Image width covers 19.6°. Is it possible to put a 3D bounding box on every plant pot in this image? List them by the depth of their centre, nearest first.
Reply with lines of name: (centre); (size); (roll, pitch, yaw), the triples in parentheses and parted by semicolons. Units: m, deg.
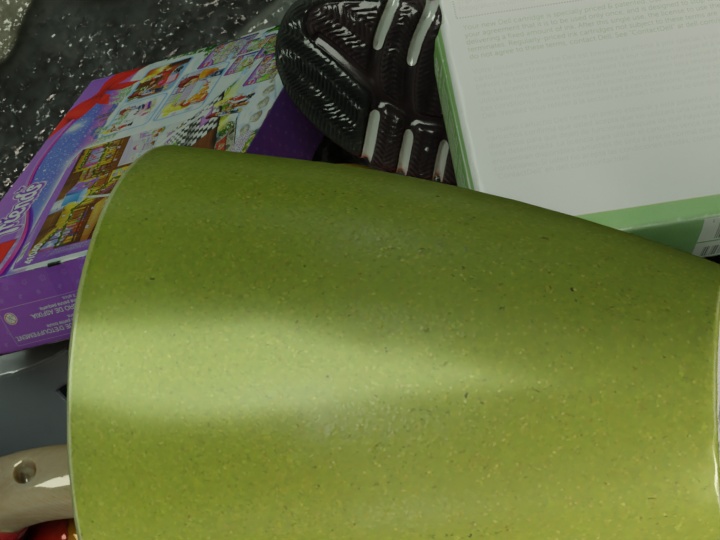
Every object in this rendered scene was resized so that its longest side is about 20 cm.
plant pot: (0.028, 0.048, 0.717); (0.199, 0.187, 0.188); (-1, 69, 16)

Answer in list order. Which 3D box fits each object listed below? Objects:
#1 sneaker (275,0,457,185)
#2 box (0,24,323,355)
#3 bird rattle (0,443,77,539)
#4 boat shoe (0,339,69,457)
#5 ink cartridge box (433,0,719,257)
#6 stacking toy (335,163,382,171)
sneaker: (0.062, -0.076, 0.919); (0.199, 0.116, 0.076); (19, 103, 0)
box: (-0.091, -0.042, 0.932); (0.136, 0.039, 0.200); (-13, 28, 24)
bird rattle: (-0.128, 0.112, 0.886); (0.199, 0.163, 0.113); (-20, 51, 8)
boat shoe: (-0.141, 0.036, 0.959); (0.200, 0.071, 0.070); (-30, 34, 16)
ink cartridge box: (0.100, -0.101, 0.837); (0.145, 0.048, 0.201); (-9, 68, -5)
stacking toy: (0.000, 0.000, 0.929); (0.146, 0.146, 0.200); (-45, 43, -2)
